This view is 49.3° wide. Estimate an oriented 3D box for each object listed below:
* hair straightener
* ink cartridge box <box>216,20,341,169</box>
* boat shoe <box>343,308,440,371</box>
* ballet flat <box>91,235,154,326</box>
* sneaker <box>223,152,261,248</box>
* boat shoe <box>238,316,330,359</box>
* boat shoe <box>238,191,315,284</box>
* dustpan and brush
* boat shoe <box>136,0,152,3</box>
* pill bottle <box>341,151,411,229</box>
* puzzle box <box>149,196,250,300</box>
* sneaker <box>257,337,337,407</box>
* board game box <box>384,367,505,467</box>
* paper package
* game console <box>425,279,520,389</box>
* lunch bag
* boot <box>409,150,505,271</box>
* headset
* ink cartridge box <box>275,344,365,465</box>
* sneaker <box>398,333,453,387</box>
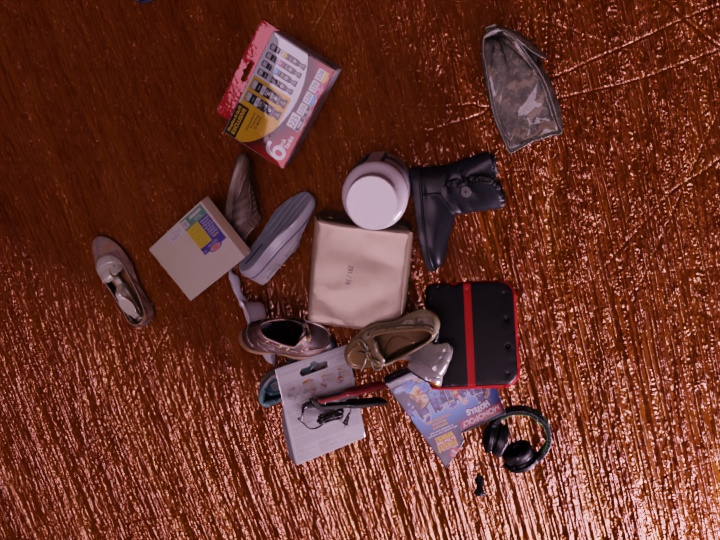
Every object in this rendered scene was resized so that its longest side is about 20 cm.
[{"bbox_3d":[-0.034,0.274,1.531,0.196,0.041,0.079,-11,104,-29],"label":"hair straightener"},{"bbox_3d":[-0.159,-0.320,1.421,0.174,0.084,0.202,31,107,-2],"label":"ink cartridge box"},{"bbox_3d":[0.050,0.131,1.423,0.198,0.063,0.074,-29,103,22],"label":"boat shoe"},{"bbox_3d":[-0.478,0.024,1.564,0.067,0.067,0.202,-30,100,13],"label":"ballet flat"},{"bbox_3d":[-0.221,-0.123,1.501,0.074,0.071,0.204,11,114,-10],"label":"sneaker"},{"bbox_3d":[-0.127,0.123,1.454,0.070,0.197,0.072,-31,66,41],"label":"boat shoe"},{"bbox_3d":[-0.150,-0.061,1.506,0.200,0.074,0.067,-46,135,5],"label":"boat shoe"},{"bbox_3d":[-0.215,0.086,1.540,0.056,0.140,0.204,-11,76,-10],"label":"dustpan and brush"},{"bbox_3d":[-0.342,-0.551,1.384,0.072,0.073,0.200,43,106,-7],"label":"boat shoe"},{"bbox_3d":[0.028,-0.138,1.388,0.117,0.200,0.122,2,106,7],"label":"pill bottle"},{"bbox_3d":[-0.310,-0.038,1.508,0.199,0.025,0.134,-32,99,38],"label":"puzzle box"},{"bbox_3d":[-0.125,0.209,1.562,0.199,0.086,0.078,-41,97,15],"label":"sneaker"},{"bbox_3d":[0.174,0.268,1.544,0.197,0.062,0.203,-23,94,2],"label":"board game box"},{"bbox_3d":[0.000,0.000,1.481,0.186,0.104,0.205,7,106,5],"label":"paper package"},{"bbox_3d":[0.213,0.122,1.495,0.173,0.031,0.205,-4,82,12],"label":"game console"},{"bbox_3d":[0.265,-0.323,1.327,0.116,0.164,0.203,-20,103,17],"label":"lunch bag"},{"bbox_3d":[0.185,-0.107,1.442,0.164,0.076,0.205,-7,99,13],"label":"boot"},{"bbox_3d":[0.291,0.360,1.550,0.123,0.094,0.201,36,114,-4],"label":"headset"},{"bbox_3d":[-0.084,0.262,1.558,0.157,0.047,0.204,-16,103,-21],"label":"ink cartridge box"},{"bbox_3d":[0.104,0.139,1.488,0.075,0.199,0.093,33,89,-44],"label":"sneaker"}]
